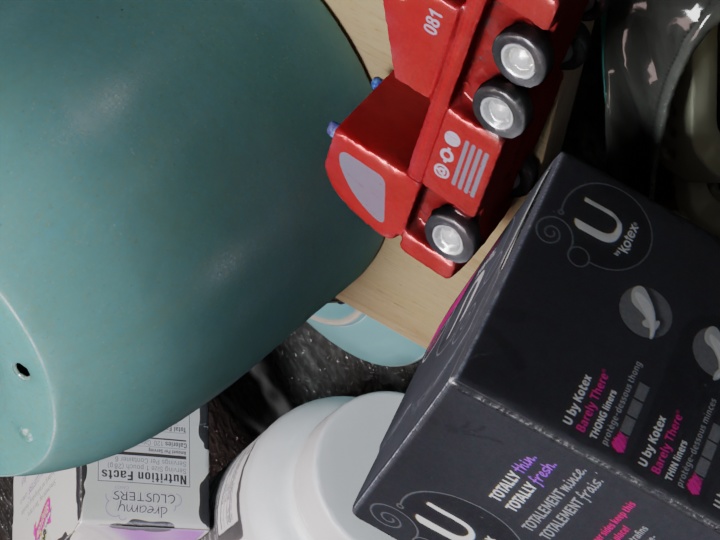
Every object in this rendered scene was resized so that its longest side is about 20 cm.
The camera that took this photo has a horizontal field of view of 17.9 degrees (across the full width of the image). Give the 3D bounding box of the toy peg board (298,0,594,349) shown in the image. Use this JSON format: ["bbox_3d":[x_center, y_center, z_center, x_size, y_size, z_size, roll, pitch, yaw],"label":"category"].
[{"bbox_3d":[0.003,-0.097,0.880,0.199,0.098,0.200,29,139,17],"label":"toy peg board"}]

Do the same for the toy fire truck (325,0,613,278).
[{"bbox_3d":[0.009,-0.101,0.754,0.141,0.049,0.201,34,142,12],"label":"toy fire truck"}]

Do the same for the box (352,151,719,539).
[{"bbox_3d":[0.117,0.070,0.794,0.199,0.106,0.122,29,148,-2],"label":"box"}]

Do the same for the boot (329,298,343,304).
[{"bbox_3d":[0.000,0.000,0.988,0.199,0.097,0.075,26,130,27],"label":"boot"}]

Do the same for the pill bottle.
[{"bbox_3d":[-0.018,0.127,1.148,0.111,0.110,0.200,57,152,6],"label":"pill bottle"}]

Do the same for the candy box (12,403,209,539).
[{"bbox_3d":[-0.136,0.063,1.228,0.168,0.071,0.202,135,137,-61],"label":"candy box"}]

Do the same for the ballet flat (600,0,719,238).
[{"bbox_3d":[0.118,-0.032,0.827,0.068,0.068,0.201,28,139,34],"label":"ballet flat"}]

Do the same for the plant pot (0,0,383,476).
[{"bbox_3d":[-0.113,-0.022,0.843,0.200,0.161,0.202,23,137,23],"label":"plant pot"}]

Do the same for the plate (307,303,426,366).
[{"bbox_3d":[-0.029,-0.039,1.104,0.200,0.025,0.201,40,146,34],"label":"plate"}]
